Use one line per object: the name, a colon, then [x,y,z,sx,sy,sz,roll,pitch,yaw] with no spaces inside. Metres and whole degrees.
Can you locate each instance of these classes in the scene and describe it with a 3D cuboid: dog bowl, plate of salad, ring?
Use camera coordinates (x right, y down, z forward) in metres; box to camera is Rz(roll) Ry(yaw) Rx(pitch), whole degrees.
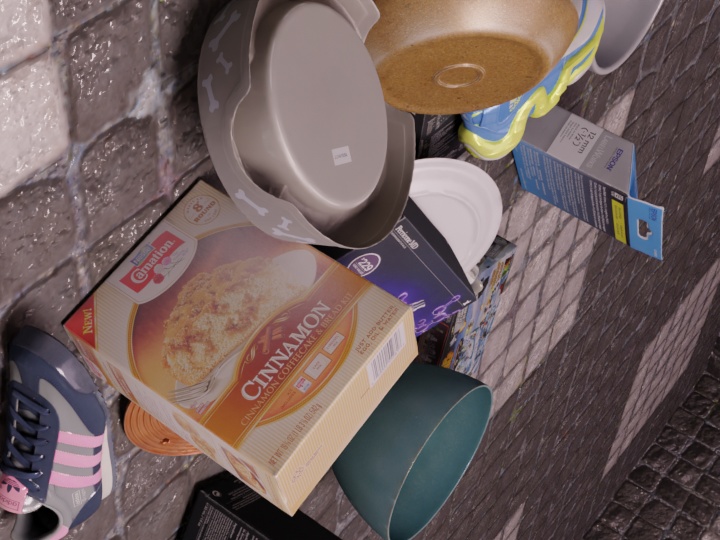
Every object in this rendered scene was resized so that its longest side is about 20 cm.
dog bowl: [-0.036,-0.111,0.846,0.199,0.058,0.203,17,69,-54]
plate of salad: [0.038,-0.035,1.144,0.198,0.048,0.201,-15,140,-13]
dog bowl: [0.268,-0.319,1.303,0.200,0.078,0.201,-45,153,-31]
ring: [-0.102,0.092,1.007,0.199,0.019,0.201,-20,150,-12]

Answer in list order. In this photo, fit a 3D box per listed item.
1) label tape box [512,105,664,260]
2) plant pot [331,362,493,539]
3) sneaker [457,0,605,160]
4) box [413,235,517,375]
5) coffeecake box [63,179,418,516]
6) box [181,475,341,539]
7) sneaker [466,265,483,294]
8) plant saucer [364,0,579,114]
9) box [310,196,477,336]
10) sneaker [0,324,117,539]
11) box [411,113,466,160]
label tape box: [0.276,-0.106,1.410,0.066,0.199,0.143,-56,156,-11]
plant pot: [0.037,0.180,1.341,0.200,0.134,0.201,-44,152,-31]
sneaker: [0.157,-0.197,1.113,0.201,0.075,0.105,-57,156,-6]
box: [0.121,0.067,1.499,0.137,0.040,0.202,-32,144,-49]
coffeecake box: [-0.083,0.050,0.868,0.154,0.199,0.073,-50,155,-22]
box: [-0.114,0.322,1.176,0.079,0.140,0.202,-11,128,-59]
sneaker: [0.084,-0.028,1.258,0.075,0.087,0.200,-54,155,-7]
plant saucer: [0.076,-0.169,0.965,0.200,0.198,0.036,38,45,-66]
box: [0.000,0.000,1.041,0.140,0.079,0.200,-34,151,8]
sneaker: [-0.220,0.125,0.842,0.082,0.070,0.201,-46,152,-34]
box: [0.099,-0.187,1.158,0.200,0.043,0.161,-40,149,-39]
